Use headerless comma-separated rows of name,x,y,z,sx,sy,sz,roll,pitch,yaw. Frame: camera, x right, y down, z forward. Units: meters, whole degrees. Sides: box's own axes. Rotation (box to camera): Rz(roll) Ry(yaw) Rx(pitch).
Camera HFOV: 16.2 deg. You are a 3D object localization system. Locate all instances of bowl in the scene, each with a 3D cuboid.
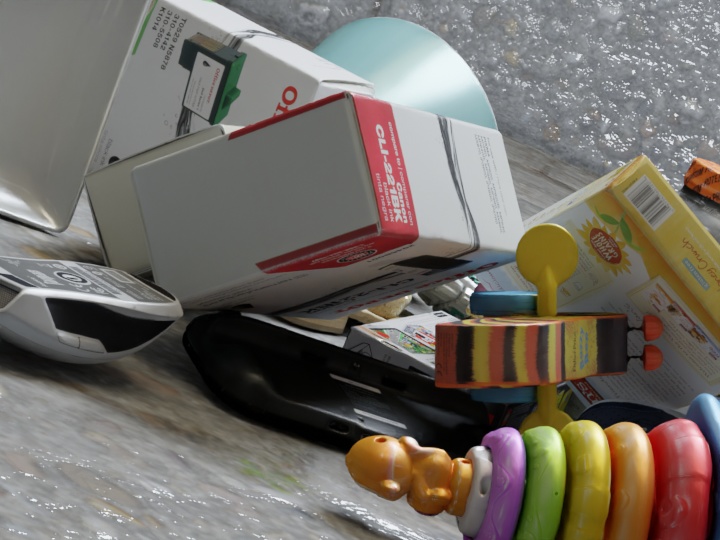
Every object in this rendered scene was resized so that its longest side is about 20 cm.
bowl,-0.004,-0.082,1.899,0.201,0.201,0.105,29,30,27

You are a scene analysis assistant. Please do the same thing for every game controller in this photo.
game controller,-0.004,0.076,1.418,0.200,0.042,0.104,19,25,-27

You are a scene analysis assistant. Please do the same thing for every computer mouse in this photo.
computer mouse,-0.175,0.021,1.259,0.200,0.044,0.110,8,13,-42

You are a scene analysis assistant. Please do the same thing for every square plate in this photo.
square plate,-0.238,-0.144,1.546,0.200,0.199,0.028,19,4,-29

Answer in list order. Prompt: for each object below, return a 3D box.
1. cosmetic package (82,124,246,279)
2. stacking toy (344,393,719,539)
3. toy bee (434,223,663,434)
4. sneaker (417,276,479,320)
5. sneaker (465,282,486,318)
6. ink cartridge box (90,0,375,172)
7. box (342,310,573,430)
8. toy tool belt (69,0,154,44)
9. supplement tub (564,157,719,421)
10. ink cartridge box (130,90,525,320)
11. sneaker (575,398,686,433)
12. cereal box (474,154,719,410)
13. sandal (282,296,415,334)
cosmetic package,-0.085,-0.043,1.605,0.105,0.071,0.200,-19,-5,17
stacking toy,0.088,0.115,1.259,0.199,0.110,0.116,11,23,-10
toy bee,0.115,0.035,1.444,0.108,0.131,0.200,-1,23,17
sneaker,0.074,-0.015,1.811,0.200,0.091,0.078,40,-18,-20
sneaker,0.140,0.005,1.737,0.075,0.090,0.200,34,15,19
ink cartridge box,-0.109,-0.110,1.835,0.200,0.146,0.084,28,13,27
box,0.064,0.068,1.611,0.110,0.035,0.200,27,9,15
toy tool belt,-0.231,-0.157,1.644,0.125,0.200,0.123,38,3,-25
supplement tub,0.227,0.034,1.700,0.122,0.200,0.123,23,10,-4
ink cartridge box,-0.012,-0.032,1.430,0.144,0.084,0.200,-18,-10,25
sneaker,0.168,0.124,1.452,0.108,0.070,0.200,18,14,-43
cereal box,0.159,0.019,1.515,0.144,0.040,0.200,50,-24,-5
sandal,0.005,0.003,1.722,0.078,0.070,0.212,29,10,26
